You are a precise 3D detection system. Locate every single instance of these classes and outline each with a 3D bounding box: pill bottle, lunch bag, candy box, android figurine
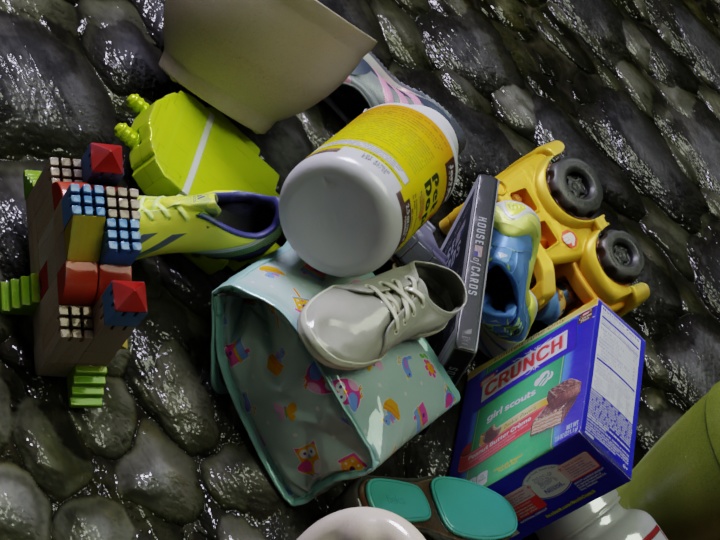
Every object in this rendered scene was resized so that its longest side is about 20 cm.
[{"bbox_3d":[0.250,0.295,1.659,0.200,0.112,0.112,55,33,5],"label":"pill bottle"},{"bbox_3d":[-0.035,0.073,1.519,0.200,0.122,0.170,58,34,-1],"label":"lunch bag"},{"bbox_3d":[0.172,0.141,1.659,0.077,0.169,0.200,44,33,-18],"label":"candy box"},{"bbox_3d":[0.016,-0.077,1.538,0.109,0.109,0.200,50,32,-3],"label":"pill bottle"},{"bbox_3d":[-0.138,-0.080,1.608,0.200,0.041,0.182,40,36,-24],"label":"android figurine"}]

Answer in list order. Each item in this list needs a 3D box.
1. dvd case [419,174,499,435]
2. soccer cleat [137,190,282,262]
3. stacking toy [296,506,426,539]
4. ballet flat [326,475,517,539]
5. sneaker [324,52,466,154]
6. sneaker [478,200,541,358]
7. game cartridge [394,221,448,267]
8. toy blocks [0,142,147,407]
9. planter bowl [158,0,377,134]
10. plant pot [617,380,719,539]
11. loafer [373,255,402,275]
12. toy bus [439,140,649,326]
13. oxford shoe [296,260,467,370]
[{"bbox_3d":[0.085,0.031,1.652,0.025,0.150,0.200,16,53,-7],"label":"dvd case"},{"bbox_3d":[-0.157,-0.044,1.482,0.200,0.084,0.065,0,65,-28],"label":"soccer cleat"},{"bbox_3d":[0.034,0.276,1.431,0.200,0.146,0.146,32,34,-57],"label":"stacking toy"},{"bbox_3d":[0.047,0.210,1.532,0.200,0.068,0.068,17,49,-43],"label":"ballet flat"},{"bbox_3d":[0.022,-0.159,1.874,0.200,0.070,0.082,34,54,-21],"label":"sneaker"},{"bbox_3d":[0.126,0.032,1.724,0.076,0.200,0.105,11,43,13],"label":"sneaker"},{"bbox_3d":[0.025,-0.059,1.724,0.130,0.038,0.200,48,7,-12],"label":"game cartridge"},{"bbox_3d":[-0.206,-0.015,1.347,0.100,0.137,0.200,4,63,-25],"label":"toy blocks"},{"bbox_3d":[-0.103,-0.211,1.658,0.200,0.135,0.200,33,6,-4],"label":"planter bowl"},{"bbox_3d":[0.364,0.221,1.794,0.200,0.193,0.200,32,37,-28],"label":"plant pot"},{"bbox_3d":[0.000,0.000,1.640,0.200,0.072,0.063,48,-10,-33],"label":"loafer"},{"bbox_3d":[0.176,-0.009,1.859,0.192,0.136,0.200,-28,84,-44],"label":"toy bus"},{"bbox_3d":[0.020,0.031,1.467,0.200,0.058,0.075,-15,69,-52],"label":"oxford shoe"}]
